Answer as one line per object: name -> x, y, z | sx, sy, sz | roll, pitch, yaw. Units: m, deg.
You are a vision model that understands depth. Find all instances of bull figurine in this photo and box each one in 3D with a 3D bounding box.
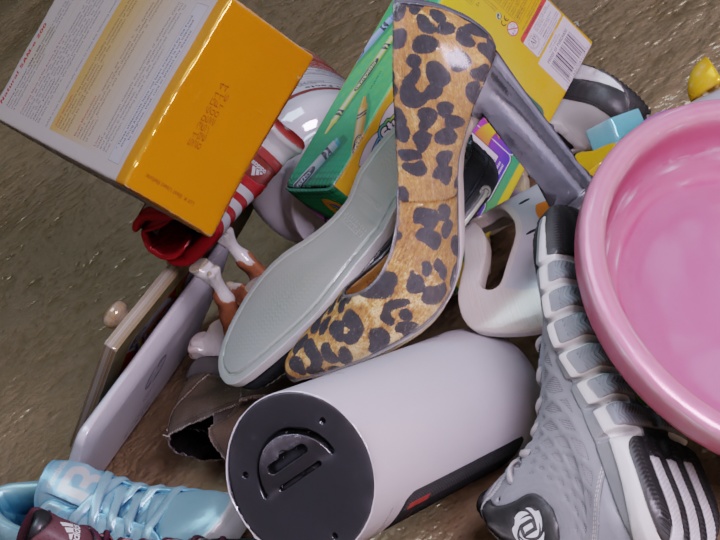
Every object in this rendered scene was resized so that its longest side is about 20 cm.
bull figurine -> -0.052, 0.033, 1.059 | 0.200, 0.122, 0.065 | 7, 49, 47

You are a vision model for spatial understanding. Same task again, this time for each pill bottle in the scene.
pill bottle -> -0.037, -0.084, 1.158 | 0.112, 0.112, 0.200 | -35, 30, -3

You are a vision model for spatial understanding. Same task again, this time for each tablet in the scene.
tablet -> -0.150, 0.078, 1.126 | 0.200, 0.014, 0.130 | -58, -4, -41

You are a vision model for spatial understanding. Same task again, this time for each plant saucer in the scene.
plant saucer -> 0.193, 0.012, 0.763 | 0.201, 0.200, 0.051 | -50, -12, -33

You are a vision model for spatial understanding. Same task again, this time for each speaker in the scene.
speaker -> 0.017, 0.081, 0.816 | 0.081, 0.081, 0.200 | -19, -3, 29

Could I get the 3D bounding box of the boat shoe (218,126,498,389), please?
boat shoe -> 0.000, 0.000, 0.940 | 0.200, 0.060, 0.076 | -46, 35, 13

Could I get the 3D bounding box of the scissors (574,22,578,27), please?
scissors -> 0.138, -0.158, 1.185 | 0.073, 0.014, 0.200 | -43, -3, -22

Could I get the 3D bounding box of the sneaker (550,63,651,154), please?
sneaker -> 0.119, -0.092, 1.148 | 0.200, 0.074, 0.080 | -4, 53, 53

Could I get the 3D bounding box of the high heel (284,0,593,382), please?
high heel -> 0.006, -0.041, 0.860 | 0.200, 0.143, 0.071 | -38, 14, 11

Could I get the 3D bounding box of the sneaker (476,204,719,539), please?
sneaker -> 0.093, 0.070, 0.801 | 0.115, 0.075, 0.200 | -40, 45, 34

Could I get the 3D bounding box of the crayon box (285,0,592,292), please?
crayon box -> 0.053, -0.101, 1.043 | 0.058, 0.119, 0.200 | 5, 61, 56

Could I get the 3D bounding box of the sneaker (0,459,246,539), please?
sneaker -> -0.160, 0.154, 1.001 | 0.200, 0.082, 0.074 | -15, 31, 34

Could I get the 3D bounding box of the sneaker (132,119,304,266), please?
sneaker -> -0.123, -0.074, 1.072 | 0.116, 0.078, 0.200 | -51, 26, -5

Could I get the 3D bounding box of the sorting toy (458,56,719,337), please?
sorting toy -> 0.138, -0.025, 0.913 | 0.180, 0.107, 0.200 | -19, 27, 8

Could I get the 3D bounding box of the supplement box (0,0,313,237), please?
supplement box -> -0.133, -0.113, 1.005 | 0.200, 0.073, 0.126 | 28, 87, 51

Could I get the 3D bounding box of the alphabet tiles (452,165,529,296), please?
alphabet tiles -> 0.035, -0.026, 1.113 | 0.200, 0.006, 0.167 | -33, 34, 30

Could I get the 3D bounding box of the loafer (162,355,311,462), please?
loafer -> -0.050, 0.098, 1.002 | 0.200, 0.073, 0.071 | -6, 46, 53

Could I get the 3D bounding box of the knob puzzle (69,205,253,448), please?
knob puzzle -> -0.141, 0.016, 1.164 | 0.220, 0.030, 0.220 | -55, -3, -4

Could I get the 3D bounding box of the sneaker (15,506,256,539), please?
sneaker -> -0.124, 0.167, 0.893 | 0.200, 0.116, 0.076 | -25, 26, 19
